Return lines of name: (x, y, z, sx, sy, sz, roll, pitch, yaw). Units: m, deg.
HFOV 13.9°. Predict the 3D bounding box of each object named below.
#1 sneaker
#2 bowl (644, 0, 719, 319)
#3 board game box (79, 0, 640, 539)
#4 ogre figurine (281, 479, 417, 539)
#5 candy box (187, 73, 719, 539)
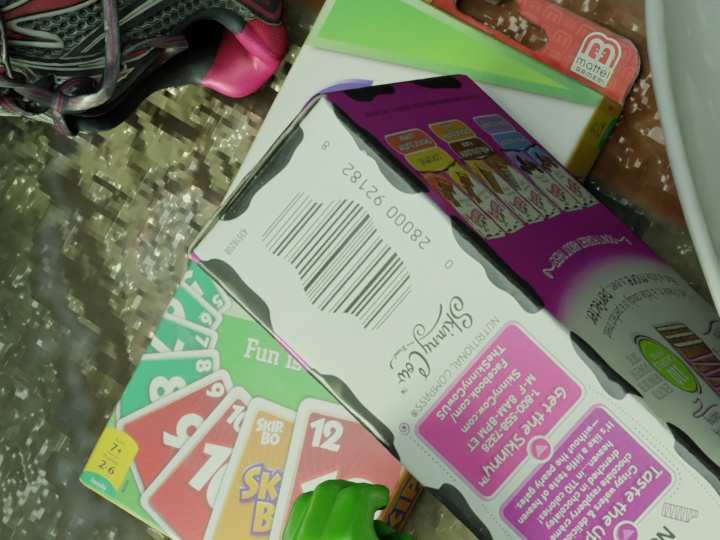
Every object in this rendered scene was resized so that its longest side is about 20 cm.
sneaker: (-0.106, -0.070, 0.870, 0.075, 0.200, 0.081, 60, 146, 12)
bowl: (0.183, -0.016, 0.771, 0.199, 0.075, 0.200, -13, 57, -1)
board game box: (0.000, 0.000, 0.903, 0.095, 0.030, 0.200, 29, 92, 21)
ogre figurine: (0.022, 0.124, 0.811, 0.120, 0.098, 0.200, 26, 133, 4)
candy box: (0.062, 0.037, 0.798, 0.200, 0.136, 0.061, 44, 107, 10)
